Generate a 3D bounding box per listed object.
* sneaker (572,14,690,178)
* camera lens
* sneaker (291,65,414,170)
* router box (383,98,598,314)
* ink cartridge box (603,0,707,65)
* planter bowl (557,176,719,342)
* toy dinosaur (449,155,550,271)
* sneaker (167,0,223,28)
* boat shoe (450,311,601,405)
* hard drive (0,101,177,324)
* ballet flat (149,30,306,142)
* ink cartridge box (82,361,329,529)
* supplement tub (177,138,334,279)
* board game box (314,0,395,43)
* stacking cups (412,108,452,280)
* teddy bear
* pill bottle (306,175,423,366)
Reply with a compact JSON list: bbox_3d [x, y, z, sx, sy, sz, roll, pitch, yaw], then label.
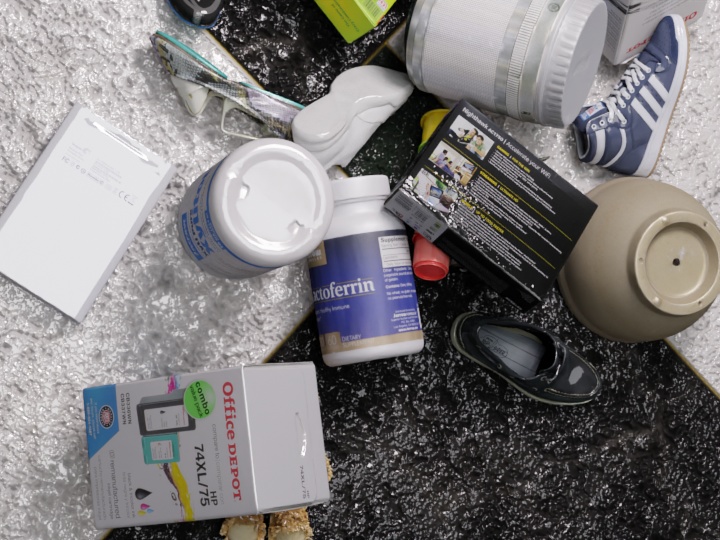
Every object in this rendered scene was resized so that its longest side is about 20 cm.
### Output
[{"bbox_3d":[0.317,-0.211,1.816,0.108,0.070,0.201,7,110,-14],"label":"sneaker"},{"bbox_3d":[0.159,-0.259,1.718,0.199,0.160,0.161,19,77,19],"label":"camera lens"},{"bbox_3d":[-0.013,-0.164,1.730,0.075,0.089,0.200,26,42,27],"label":"sneaker"},{"bbox_3d":[0.146,-0.071,1.683,0.200,0.051,0.149,38,61,-5],"label":"router box"},{"bbox_3d":[0.344,-0.357,1.794,0.146,0.200,0.084,-30,65,-18],"label":"ink cartridge box"},{"bbox_3d":[0.345,-0.011,1.786,0.199,0.135,0.201,0,92,-15],"label":"planter bowl"},{"bbox_3d":[0.177,-0.049,1.764,0.200,0.102,0.077,-44,99,-16],"label":"toy dinosaur"},{"bbox_3d":[-0.171,-0.368,1.692,0.070,0.083,0.201,12,81,-16],"label":"sneaker"},{"bbox_3d":[0.203,0.101,1.777,0.199,0.066,0.075,30,76,-13],"label":"boat shoe"},{"bbox_3d":[-0.305,-0.062,1.648,0.132,0.025,0.201,34,75,-12],"label":"hard drive"},{"bbox_3d":[-0.153,-0.192,1.691,0.200,0.072,0.072,27,77,-12],"label":"ballet flat"},{"bbox_3d":[-0.156,0.178,1.557,0.146,0.199,0.148,6,76,-62],"label":"ink cartridge box"},{"bbox_3d":[-0.114,-0.061,1.619,0.131,0.200,0.133,2,83,-18],"label":"supplement tub"},{"bbox_3d":[-0.040,-0.366,1.717,0.200,0.048,0.102,50,43,-16],"label":"board game box"},{"bbox_3d":[0.089,-0.083,1.731,0.060,0.061,0.201,14,63,-16],"label":"stacking cups"},{"bbox_3d":[-0.101,0.211,1.673,0.144,0.067,0.201,-14,90,-1],"label":"teddy bear"},{"bbox_3d":[0.000,0.000,1.695,0.115,0.116,0.201,-8,86,-19],"label":"pill bottle"}]
